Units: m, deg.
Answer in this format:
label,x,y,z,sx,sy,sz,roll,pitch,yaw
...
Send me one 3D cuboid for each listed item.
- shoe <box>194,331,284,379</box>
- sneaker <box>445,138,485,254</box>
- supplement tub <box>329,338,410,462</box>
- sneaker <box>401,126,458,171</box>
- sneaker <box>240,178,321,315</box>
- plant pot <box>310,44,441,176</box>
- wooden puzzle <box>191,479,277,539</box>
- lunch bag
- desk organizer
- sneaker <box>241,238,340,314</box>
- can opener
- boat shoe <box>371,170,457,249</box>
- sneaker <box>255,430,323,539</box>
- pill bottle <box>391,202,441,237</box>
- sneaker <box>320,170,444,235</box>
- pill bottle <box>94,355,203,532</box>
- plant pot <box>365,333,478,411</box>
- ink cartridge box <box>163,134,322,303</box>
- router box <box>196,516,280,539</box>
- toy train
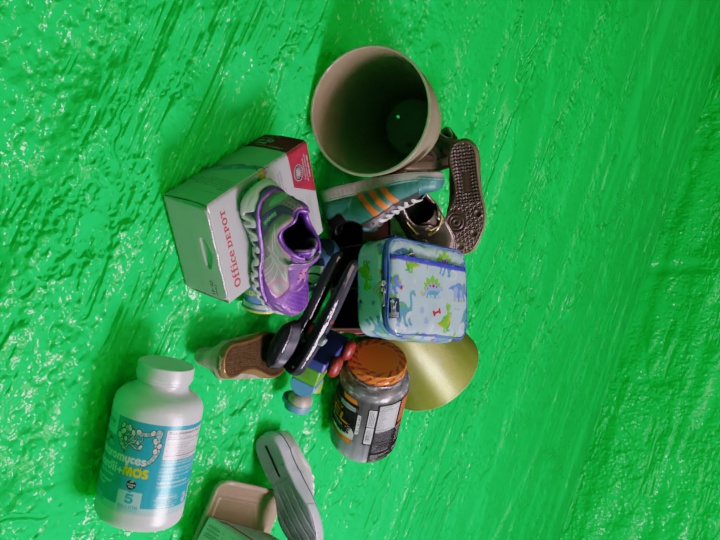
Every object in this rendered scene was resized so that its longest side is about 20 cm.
label,x,y,z,sx,sy,sz,roll,pitch,yaw
shoe,-0.167,0.123,1.149,0.200,0.053,0.070,13,77,-68
sneaker,0.187,-0.130,1.390,0.076,0.070,0.200,-41,133,-72
supplement tub,0.016,0.222,1.361,0.123,0.122,0.200,-35,144,-45
sneaker,0.108,-0.210,1.411,0.200,0.070,0.076,-17,91,-50
sneaker,-0.090,-0.018,1.016,0.080,0.088,0.200,-44,139,-39
plant pot,0.050,-0.234,1.228,0.200,0.187,0.188,-8,110,-67
wooden puzzle,-0.207,0.423,1.233,0.185,0.037,0.200,38,76,-56
lunch bag,0.084,0.031,1.244,0.200,0.082,0.161,12,75,-44
desk organizer,0.000,0.000,1.273,0.077,0.072,0.200,16,70,-54
sneaker,-0.098,-0.011,1.176,0.200,0.074,0.082,-36,129,-45
can opener,-0.062,0.066,1.157,0.200,0.063,0.079,-56,170,7
boat shoe,0.097,-0.089,1.290,0.072,0.059,0.200,-49,118,-13
sneaker,-0.098,0.344,1.256,0.071,0.073,0.200,-6,73,-59
pill bottle,0.110,-0.030,1.441,0.113,0.113,0.200,-53,142,-29
sneaker,0.037,-0.102,1.197,0.071,0.200,0.080,-20,99,-64
pill bottle,-0.260,0.211,0.990,0.111,0.111,0.200,5,99,-57
plant pot,0.088,0.119,1.436,0.187,0.187,0.200,-55,128,-27
ink cartridge box,-0.150,-0.075,1.059,0.200,0.086,0.148,-39,134,-40
router box,-0.115,0.438,1.157,0.049,0.200,0.179,-62,146,-12
toy train,-0.063,0.149,1.304,0.116,0.085,0.200,-68,171,21
